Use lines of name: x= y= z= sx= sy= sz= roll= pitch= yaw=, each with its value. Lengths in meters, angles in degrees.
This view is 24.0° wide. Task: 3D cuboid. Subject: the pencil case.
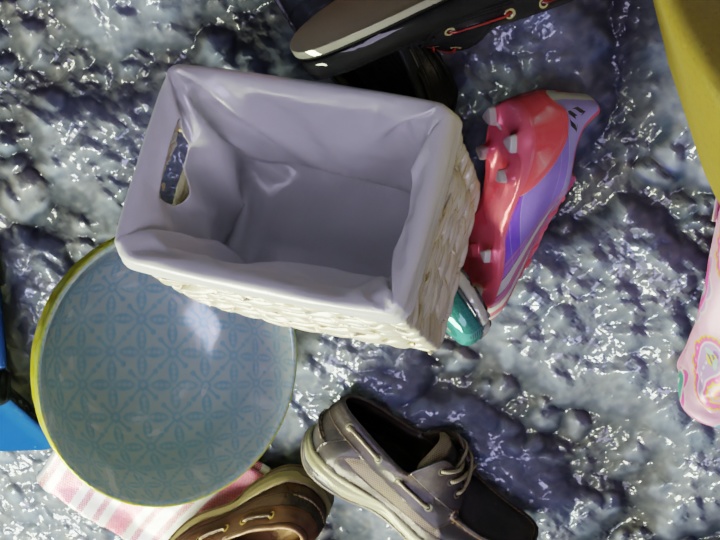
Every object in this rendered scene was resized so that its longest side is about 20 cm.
pencil case: x=0.264 y=0.009 z=1.128 sx=0.086 sy=0.088 sz=0.202 roll=9 pitch=124 yaw=8

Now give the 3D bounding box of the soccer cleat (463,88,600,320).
soccer cleat: x=0.108 y=-0.038 z=1.151 sx=0.076 sy=0.067 sz=0.201 roll=-11 pitch=138 yaw=-21

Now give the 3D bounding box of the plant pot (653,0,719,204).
plant pot: x=0.262 y=-0.118 z=0.925 sx=0.193 sy=0.202 sz=0.195 roll=-12 pitch=143 yaw=14

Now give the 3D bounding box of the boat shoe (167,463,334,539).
boat shoe: x=-0.104 y=0.229 z=1.341 sx=0.072 sy=0.068 sz=0.200 roll=42 pitch=120 yaw=-16

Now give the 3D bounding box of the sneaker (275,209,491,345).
sneaker: x=0.000 y=0.000 z=1.160 sx=0.199 sy=0.080 sz=0.078 roll=30 pitch=158 yaw=18

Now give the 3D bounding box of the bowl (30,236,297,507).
bowl: x=-0.157 y=0.063 z=1.240 sx=0.201 sy=0.200 sz=0.107 roll=53 pitch=162 yaw=-21

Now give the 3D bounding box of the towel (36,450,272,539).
towel: x=-0.151 y=0.183 z=1.377 sx=0.199 sy=0.030 sz=0.146 roll=35 pitch=124 yaw=-12

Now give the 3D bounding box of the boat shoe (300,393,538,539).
boat shoe: x=0.051 y=0.161 z=1.288 sx=0.198 sy=0.075 sz=0.074 roll=27 pitch=126 yaw=-6

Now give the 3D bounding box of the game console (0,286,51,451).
game console: x=-0.354 y=0.064 z=1.359 sx=0.197 sy=0.120 sz=0.171 roll=-2 pitch=154 yaw=16

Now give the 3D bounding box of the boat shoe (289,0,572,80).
boat shoe: x=0.054 y=-0.162 z=1.038 sx=0.200 sy=0.074 sz=0.064 roll=-26 pitch=121 yaw=-4

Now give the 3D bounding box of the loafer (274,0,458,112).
loafer: x=-0.008 y=-0.162 z=1.089 sx=0.068 sy=0.071 sz=0.201 roll=-30 pitch=112 yaw=28

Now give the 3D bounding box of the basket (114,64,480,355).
basket: x=-0.032 y=-0.036 z=1.072 sx=0.198 sy=0.137 sz=0.123 roll=11 pitch=167 yaw=20
